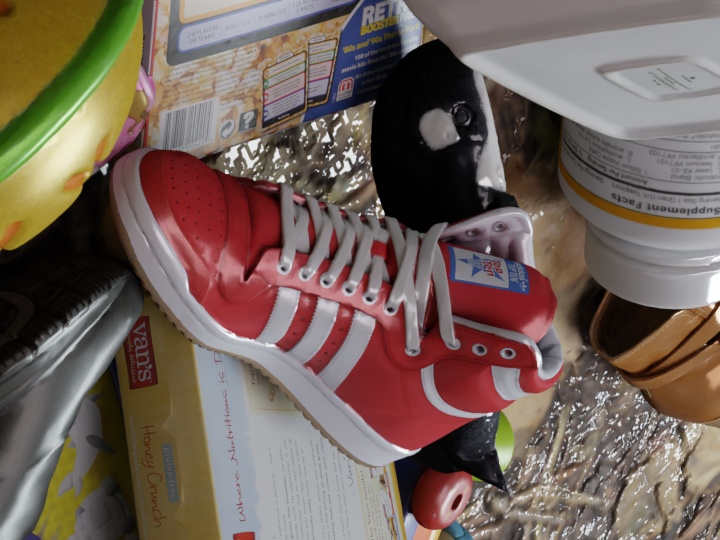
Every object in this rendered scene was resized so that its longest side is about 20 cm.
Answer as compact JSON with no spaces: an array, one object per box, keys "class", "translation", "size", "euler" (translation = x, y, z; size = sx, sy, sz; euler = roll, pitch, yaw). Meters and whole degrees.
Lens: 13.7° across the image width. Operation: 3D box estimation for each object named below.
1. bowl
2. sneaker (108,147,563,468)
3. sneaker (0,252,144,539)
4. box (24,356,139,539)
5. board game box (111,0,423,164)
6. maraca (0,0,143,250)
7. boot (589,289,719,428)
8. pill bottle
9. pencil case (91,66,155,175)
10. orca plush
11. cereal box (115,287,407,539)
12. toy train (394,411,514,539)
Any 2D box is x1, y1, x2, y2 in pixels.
[{"class":"bowl","translation":[0.121,-0.107,1.149],"size":[0.200,0.199,0.075],"euler":[23,67,-51]},{"class":"sneaker","translation":[0.000,0.000,1.131],"size":[0.112,0.072,0.200],"euler":[-22,140,26]},{"class":"sneaker","translation":[-0.148,0.076,1.084],"size":[0.200,0.076,0.091],"euler":[-46,125,-17]},{"class":"box","translation":[-0.172,0.087,1.129],"size":[0.199,0.048,0.118],"euler":[-23,105,-29]},{"class":"board game box","translation":[-0.034,-0.149,1.154],"size":[0.151,0.046,0.201],"euler":[-20,130,-39]},{"class":"maraca","translation":[-0.153,-0.043,0.956],"size":[0.200,0.137,0.107],"euler":[-40,120,-9]},{"class":"boot","translation":[0.205,-0.012,1.496],"size":[0.155,0.074,0.201],"euler":[27,94,-52]},{"class":"pill bottle","translation":[0.146,-0.086,1.349],"size":[0.109,0.109,0.201],"euler":[-25,133,-35]},{"class":"pencil case","translation":[-0.163,-0.029,1.068],"size":[0.200,0.083,0.087],"euler":[-45,148,-17]},{"class":"orca plush","translation":[0.016,0.003,1.235],"size":[0.071,0.105,0.201],"euler":[-12,132,-17]},{"class":"cereal box","translation":[-0.036,0.081,1.216],"size":[0.200,0.039,0.145],"euler":[9,71,-68]},{"class":"toy train","translation":[0.033,0.078,1.369],"size":[0.116,0.084,0.201],"euler":[-8,121,-57]}]
